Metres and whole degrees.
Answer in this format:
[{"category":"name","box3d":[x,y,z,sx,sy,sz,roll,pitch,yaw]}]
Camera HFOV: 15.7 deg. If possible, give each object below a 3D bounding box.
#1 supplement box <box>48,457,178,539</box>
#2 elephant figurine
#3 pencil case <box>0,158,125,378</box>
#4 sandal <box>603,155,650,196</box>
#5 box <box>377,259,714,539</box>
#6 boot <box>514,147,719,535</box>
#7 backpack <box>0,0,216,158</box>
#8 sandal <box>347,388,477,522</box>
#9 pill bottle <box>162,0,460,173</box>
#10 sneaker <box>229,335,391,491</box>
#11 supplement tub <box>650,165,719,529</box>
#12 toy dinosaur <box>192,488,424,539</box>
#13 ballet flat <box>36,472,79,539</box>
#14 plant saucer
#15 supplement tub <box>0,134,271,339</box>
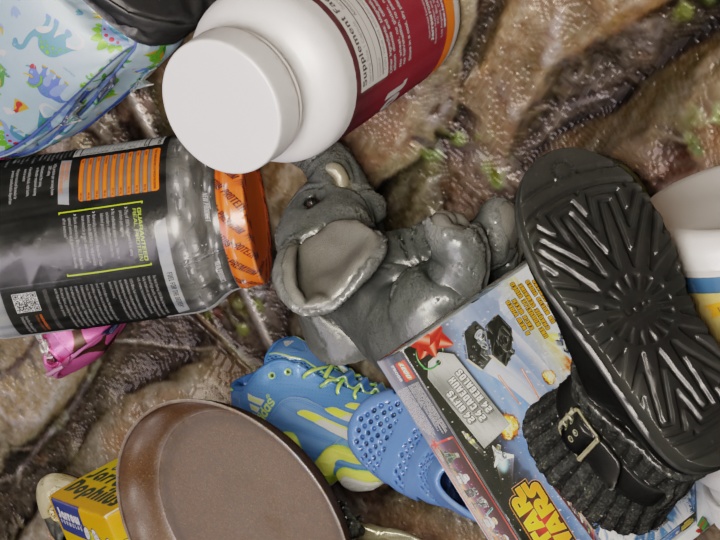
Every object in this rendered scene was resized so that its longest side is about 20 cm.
[{"category":"supplement box","box3d":[-0.127,0.234,1.901,0.109,0.109,0.200,6,120,61]},{"category":"elephant figurine","box3d":[0.000,0.000,1.695,0.200,0.155,0.142,14,123,21]},{"category":"pencil case","box3d":[-0.249,-0.019,1.881,0.200,0.094,0.091,50,139,3]},{"category":"sandal","box3d":[0.166,0.027,1.647,0.080,0.057,0.201,-16,104,39]},{"category":"box","box3d":[0.119,0.102,1.593,0.200,0.137,0.040,58,152,-2]},{"category":"boot","box3d":[0.135,0.047,1.507,0.211,0.079,0.158,64,160,10]},{"category":"backpack","box3d":[-0.216,-0.165,1.766,0.163,0.154,0.200,47,143,-4]},{"category":"sandal","box3d":[0.071,0.126,1.669,0.200,0.087,0.080,18,100,33]},{"category":"pill bottle","box3d":[-0.032,-0.135,1.602,0.113,0.200,0.113,16,122,27]},{"category":"sneaker","box3d":[-0.020,0.095,1.799,0.200,0.076,0.105,-14,105,39]},{"category":"supplement tub","box3d":[0.248,0.046,1.545,0.144,0.145,0.200,-2,113,35]},{"category":"toy dinosaur","box3d":[-0.026,0.173,1.791,0.200,0.048,0.088,11,156,17]},{"category":"ballet flat","box3d":[-0.186,0.241,1.999,0.066,0.057,0.200,-32,94,40]},{"category":"plant saucer","box3d":[-0.079,0.172,1.761,0.200,0.032,0.201,19,124,31]},{"category":"supplement tub","box3d":[-0.167,-0.025,1.768,0.199,0.123,0.123,-7,112,7]}]
